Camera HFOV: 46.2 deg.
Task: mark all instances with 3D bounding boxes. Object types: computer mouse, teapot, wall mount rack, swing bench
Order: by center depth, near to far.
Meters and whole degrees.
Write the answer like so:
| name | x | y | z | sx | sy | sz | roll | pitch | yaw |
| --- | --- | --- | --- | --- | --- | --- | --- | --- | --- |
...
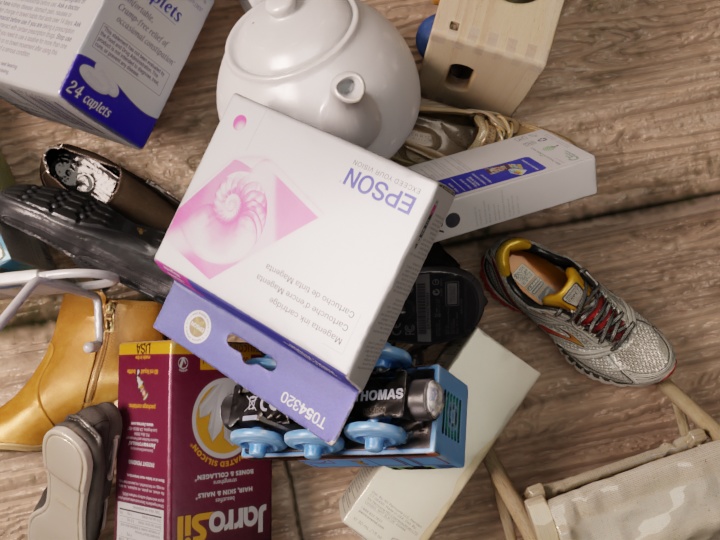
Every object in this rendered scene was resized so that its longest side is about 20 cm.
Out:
| name | x | y | z | sx | sy | sz | roll | pitch | yaw |
| --- | --- | --- | --- | --- | --- | --- | --- | --- | --- |
| wall mount rack | -0.299 | 0.039 | 0.670 | 0.199 | 0.174 | 0.075 | -6 | 80 | 11 |
| swing bench | 0.221 | 0.191 | 0.696 | 0.198 | 0.200 | 0.130 | -17 | 94 | -3 |
| computer mouse | 0.000 | 0.000 | 0.709 | 0.199 | 0.046 | 0.141 | -8 | 114 | 3 |
| teapot | -0.049 | -0.179 | 0.735 | 0.199 | 0.146 | 0.198 | 3 | 54 | 24 |

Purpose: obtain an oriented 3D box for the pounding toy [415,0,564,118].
| name | x | y | z | sx | sy | sz | roll | pitch | yaw |
| --- | --- | --- | --- | --- | --- | --- | --- | --- | --- |
| pounding toy | 0.109 | -0.266 | 0.753 | 0.142 | 0.200 | 0.185 | 16 | 83 | 1 |

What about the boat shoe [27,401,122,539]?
| name | x | y | z | sx | sy | sz | roll | pitch | yaw |
| --- | --- | --- | --- | --- | --- | --- | --- | --- | --- |
| boat shoe | -0.241 | 0.194 | 0.729 | 0.067 | 0.057 | 0.200 | 32 | 126 | 14 |

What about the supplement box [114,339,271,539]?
| name | x | y | z | sx | sy | sz | roll | pitch | yaw |
| --- | --- | --- | --- | --- | --- | --- | --- | --- | --- |
| supplement box | -0.143 | 0.162 | 0.729 | 0.110 | 0.085 | 0.201 | 6 | 81 | -46 |

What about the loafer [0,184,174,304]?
| name | x | y | z | sx | sy | sz | roll | pitch | yaw |
| --- | --- | --- | --- | --- | --- | --- | --- | --- | --- |
| loafer | -0.219 | -0.015 | 0.735 | 0.200 | 0.068 | 0.071 | 22 | 112 | -12 |

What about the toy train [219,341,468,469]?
| name | x | y | z | sx | sy | sz | roll | pitch | yaw |
| --- | --- | --- | --- | --- | --- | --- | --- | --- | --- |
| toy train | -0.014 | 0.116 | 0.672 | 0.199 | 0.114 | 0.087 | -10 | 60 | 30 |

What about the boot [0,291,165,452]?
| name | x | y | z | sx | sy | sz | roll | pitch | yaw |
| --- | --- | --- | --- | --- | --- | --- | --- | --- | --- |
| boot | -0.277 | 0.092 | 0.773 | 0.200 | 0.071 | 0.145 | -2 | 77 | -5 |

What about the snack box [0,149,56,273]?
| name | x | y | z | sx | sy | sz | roll | pitch | yaw |
| --- | --- | --- | --- | --- | --- | --- | --- | --- | --- |
| snack box | -0.348 | -0.084 | 0.760 | 0.037 | 0.116 | 0.201 | -26 | 84 | -3 |

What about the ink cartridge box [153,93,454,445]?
| name | x | y | z | sx | sy | sz | roll | pitch | yaw |
| --- | --- | --- | --- | --- | --- | --- | --- | --- | --- |
| ink cartridge box | -0.058 | -0.007 | 0.620 | 0.196 | 0.043 | 0.201 | 27 | 92 | 28 |

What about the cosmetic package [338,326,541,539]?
| name | x | y | z | sx | sy | sz | roll | pitch | yaw |
| --- | --- | --- | --- | --- | --- | --- | --- | --- | --- |
| cosmetic package | 0.066 | 0.152 | 0.753 | 0.073 | 0.104 | 0.200 | 37 | 85 | 1 |

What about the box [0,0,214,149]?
| name | x | y | z | sx | sy | sz | roll | pitch | yaw |
| --- | --- | --- | --- | --- | --- | --- | --- | --- | --- |
| box | -0.239 | -0.232 | 0.747 | 0.184 | 0.105 | 0.201 | 20 | 83 | 34 |

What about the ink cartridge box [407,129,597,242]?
| name | x | y | z | sx | sy | sz | roll | pitch | yaw |
| --- | --- | --- | --- | --- | --- | --- | --- | --- | --- |
| ink cartridge box | 0.091 | -0.070 | 0.725 | 0.199 | 0.099 | 0.039 | -15 | 117 | -9 |

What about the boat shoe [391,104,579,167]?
| name | x | y | z | sx | sy | sz | roll | pitch | yaw |
| --- | --- | --- | --- | --- | --- | --- | --- | --- | --- |
| boat shoe | 0.117 | -0.116 | 0.804 | 0.199 | 0.065 | 0.072 | 6 | 83 | -1 |

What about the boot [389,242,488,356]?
| name | x | y | z | sx | sy | sz | roll | pitch | yaw |
| --- | --- | --- | --- | --- | --- | --- | --- | --- | --- |
| boot | 0.000 | 0.020 | 0.781 | 0.200 | 0.073 | 0.151 | -29 | 84 | -4 |

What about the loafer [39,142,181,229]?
| name | x | y | z | sx | sy | sz | roll | pitch | yaw |
| --- | --- | --- | --- | --- | --- | --- | --- | --- | --- |
| loafer | -0.217 | -0.054 | 0.783 | 0.199 | 0.071 | 0.073 | 27 | 83 | 2 |

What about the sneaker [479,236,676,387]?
| name | x | y | z | sx | sy | sz | roll | pitch | yaw |
| --- | --- | --- | --- | --- | --- | --- | --- | --- | --- |
| sneaker | 0.196 | 0.039 | 0.771 | 0.200 | 0.082 | 0.078 | 33 | 84 | 9 |
